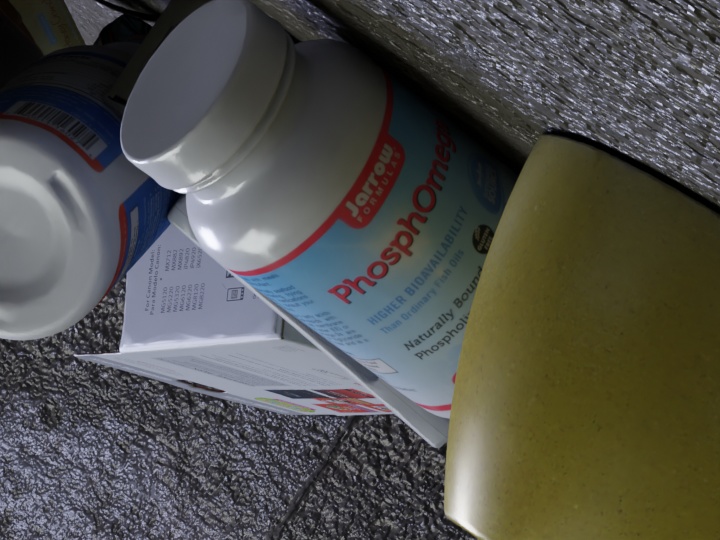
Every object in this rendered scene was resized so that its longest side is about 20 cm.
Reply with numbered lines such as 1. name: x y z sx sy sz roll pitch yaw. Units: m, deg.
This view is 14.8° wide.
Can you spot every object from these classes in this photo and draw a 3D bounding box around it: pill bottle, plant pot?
1. pill bottle: -0.147 -0.049 1.411 0.112 0.113 0.200 34 -156 1
2. plant pot: 0.113 0.063 1.061 0.199 0.142 0.200 34 177 2
3. pill bottle: -0.002 -0.028 1.188 0.200 0.109 0.109 36 176 -29

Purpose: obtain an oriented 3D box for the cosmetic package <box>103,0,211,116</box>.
1. cosmetic package: -0.018 -0.049 1.354 0.200 0.071 0.105 36 177 -23

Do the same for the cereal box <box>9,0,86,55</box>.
1. cereal box: -0.235 -0.173 1.646 0.200 0.039 0.144 31 154 45

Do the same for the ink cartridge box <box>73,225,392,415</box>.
1. ink cartridge box: -0.042 0.027 1.647 0.175 0.085 0.199 -6 163 40

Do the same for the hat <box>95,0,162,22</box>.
1. hat: -0.227 -0.181 1.401 0.201 0.165 0.176 70 -156 -12

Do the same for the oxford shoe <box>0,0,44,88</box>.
1. oxford shoe: -0.218 -0.144 1.530 0.200 0.071 0.072 69 -173 -59

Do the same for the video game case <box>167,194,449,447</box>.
1. video game case: 0.000 0.000 1.480 0.182 0.022 0.200 41 -158 1

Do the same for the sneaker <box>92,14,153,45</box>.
1. sneaker: -0.090 -0.091 1.640 0.096 0.079 0.200 53 -176 34
